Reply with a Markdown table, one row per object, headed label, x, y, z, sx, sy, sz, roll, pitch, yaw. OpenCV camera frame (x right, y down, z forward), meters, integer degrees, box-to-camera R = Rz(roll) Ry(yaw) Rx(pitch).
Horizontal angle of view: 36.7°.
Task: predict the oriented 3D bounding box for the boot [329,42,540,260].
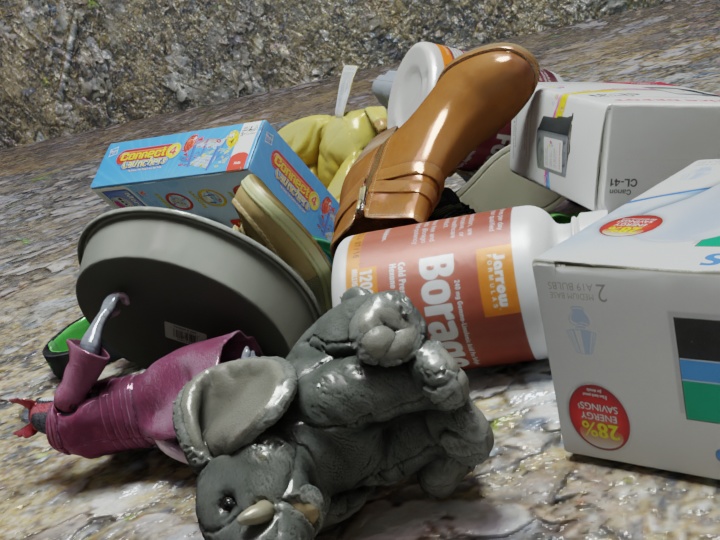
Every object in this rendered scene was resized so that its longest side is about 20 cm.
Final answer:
| label | x | y | z | sx | sy | sz | roll | pitch | yaw |
| --- | --- | --- | --- | --- | --- | --- | --- | --- | --- |
| boot | 0.060 | -0.088 | 0.881 | 0.200 | 0.074 | 0.155 | -37 | 20 | 35 |

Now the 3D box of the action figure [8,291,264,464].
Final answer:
| label | x | y | z | sx | sy | sz | roll | pitch | yaw |
| --- | --- | --- | --- | --- | --- | --- | --- | --- | --- |
| action figure | -0.155 | 0.106 | 0.765 | 0.199 | 0.134 | 0.149 | -11 | 44 | 8 |

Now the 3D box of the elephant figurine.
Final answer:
| label | x | y | z | sx | sy | sz | roll | pitch | yaw |
| --- | --- | --- | --- | --- | --- | --- | --- | --- | --- |
| elephant figurine | -0.040 | 0.103 | 0.604 | 0.199 | 0.142 | 0.155 | -33 | -10 | -9 |

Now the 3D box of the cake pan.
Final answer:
| label | x | y | z | sx | sy | sz | roll | pitch | yaw |
| --- | --- | --- | --- | --- | --- | --- | --- | --- | --- |
| cake pan | -0.125 | 0.032 | 0.813 | 0.199 | 0.201 | 0.037 | -4 | 49 | 31 |

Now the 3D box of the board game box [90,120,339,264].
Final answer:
| label | x | y | z | sx | sy | sz | roll | pitch | yaw |
| --- | --- | --- | --- | --- | --- | --- | --- | --- | --- |
| board game box | -0.123 | -0.054 | 1.060 | 0.195 | 0.200 | 0.056 | -3 | 57 | 32 |

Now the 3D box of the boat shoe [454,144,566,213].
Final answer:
| label | x | y | z | sx | sy | sz | roll | pitch | yaw |
| --- | --- | --- | --- | --- | --- | --- | --- | --- | --- |
| boat shoe | 0.142 | -0.077 | 1.048 | 0.200 | 0.073 | 0.063 | -34 | 1 | 30 |

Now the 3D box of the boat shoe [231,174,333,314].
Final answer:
| label | x | y | z | sx | sy | sz | roll | pitch | yaw |
| --- | --- | --- | --- | --- | --- | --- | --- | --- | --- |
| boat shoe | -0.059 | 0.007 | 0.827 | 0.063 | 0.201 | 0.073 | -37 | 58 | -9 |

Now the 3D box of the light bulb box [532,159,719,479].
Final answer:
| label | x | y | z | sx | sy | sz | roll | pitch | yaw |
| --- | --- | --- | --- | --- | --- | --- | --- | --- | --- |
| light bulb box | 0.239 | 0.020 | 0.622 | 0.198 | 0.126 | 0.200 | 3 | 22 | 45 |

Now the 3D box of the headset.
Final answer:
| label | x | y | z | sx | sy | sz | roll | pitch | yaw |
| --- | --- | --- | --- | --- | --- | --- | --- | --- | --- |
| headset | -0.210 | 0.030 | 1.026 | 0.199 | 0.094 | 0.124 | -24 | 17 | -2 |

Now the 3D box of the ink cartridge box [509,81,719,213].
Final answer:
| label | x | y | z | sx | sy | sz | roll | pitch | yaw |
| --- | --- | --- | --- | --- | --- | --- | --- | --- | --- |
| ink cartridge box | 0.221 | -0.104 | 0.878 | 0.147 | 0.086 | 0.200 | -1 | 13 | -12 |

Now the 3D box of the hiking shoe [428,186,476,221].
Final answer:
| label | x | y | z | sx | sy | sz | roll | pitch | yaw |
| --- | --- | --- | --- | --- | --- | --- | --- | --- | --- |
| hiking shoe | 0.081 | -0.017 | 0.924 | 0.076 | 0.101 | 0.199 | -27 | 20 | -36 |

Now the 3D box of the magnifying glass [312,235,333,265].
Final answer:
| label | x | y | z | sx | sy | sz | roll | pitch | yaw |
| --- | --- | --- | --- | --- | --- | --- | --- | --- | --- |
| magnifying glass | 0.000 | 0.000 | 1.009 | 0.199 | 0.080 | 0.022 | -11 | 15 | -28 |

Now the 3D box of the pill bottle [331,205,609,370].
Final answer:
| label | x | y | z | sx | sy | sz | roll | pitch | yaw |
| --- | --- | --- | --- | --- | --- | --- | --- | --- | --- |
| pill bottle | 0.087 | 0.014 | 0.792 | 0.199 | 0.113 | 0.112 | -10 | 16 | 16 |

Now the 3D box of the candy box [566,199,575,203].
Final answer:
| label | x | y | z | sx | sy | sz | roll | pitch | yaw |
| --- | --- | --- | --- | --- | --- | --- | --- | --- | --- |
| candy box | 0.305 | -0.103 | 1.095 | 0.136 | 0.061 | 0.200 | -20 | 18 | -12 |

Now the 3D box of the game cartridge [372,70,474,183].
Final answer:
| label | x | y | z | sx | sy | sz | roll | pitch | yaw |
| --- | --- | --- | --- | --- | --- | --- | --- | --- | --- |
| game cartridge | 0.107 | -0.144 | 1.202 | 0.042 | 0.200 | 0.133 | -50 | 21 | 1 |

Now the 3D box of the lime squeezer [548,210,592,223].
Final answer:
| label | x | y | z | sx | sy | sz | roll | pitch | yaw |
| --- | --- | --- | --- | --- | --- | --- | --- | --- | --- |
| lime squeezer | 0.196 | -0.031 | 0.989 | 0.199 | 0.038 | 0.071 | -3 | 19 | 31 |

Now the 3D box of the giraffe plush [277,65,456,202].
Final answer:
| label | x | y | z | sx | sy | sz | roll | pitch | yaw |
| --- | --- | --- | --- | --- | --- | --- | --- | --- | --- |
| giraffe plush | 0.008 | -0.105 | 1.201 | 0.162 | 0.201 | 0.172 | 18 | 12 | -45 |

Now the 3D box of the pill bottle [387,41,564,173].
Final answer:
| label | x | y | z | sx | sy | sz | roll | pitch | yaw |
| --- | --- | --- | --- | --- | --- | --- | --- | --- | --- |
| pill bottle | 0.136 | -0.150 | 1.073 | 0.199 | 0.115 | 0.114 | 9 | 9 | -19 |
